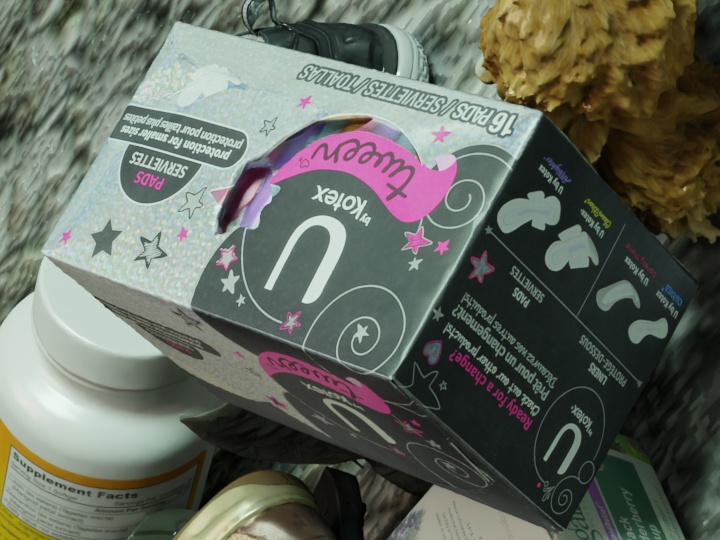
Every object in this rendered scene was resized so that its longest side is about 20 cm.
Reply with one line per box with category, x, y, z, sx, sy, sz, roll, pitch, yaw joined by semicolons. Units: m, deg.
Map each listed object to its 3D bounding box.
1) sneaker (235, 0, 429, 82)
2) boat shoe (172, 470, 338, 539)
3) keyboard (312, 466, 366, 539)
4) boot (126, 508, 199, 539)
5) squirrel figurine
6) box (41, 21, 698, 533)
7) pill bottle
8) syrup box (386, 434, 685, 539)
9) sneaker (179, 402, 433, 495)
sneaker;-0.051;-0.031;1.261;0.075;0.113;0.201;30;101;55
boat shoe;-0.076;0.176;1.106;0.200;0.072;0.072;-48;50;8
keyboard;-0.028;0.170;1.204;0.104;0.039;0.201;-97;27;-49
boot;-0.112;0.228;1.260;0.200;0.072;0.183;124;153;-57
squirrel figurine;0.087;-0.107;1.037;0.187;0.140;0.201;92;178;-64
box;0.000;0.000;1.024;0.199;0.132;0.115;17;72;43
pill bottle;-0.122;0.073;1.263;0.201;0.110;0.112;107;154;-46
syrup box;0.041;0.153;1.084;0.200;0.081;0.079;-51;40;28
sneaker;0.020;0.033;1.136;0.200;0.104;0.060;-41;21;40
